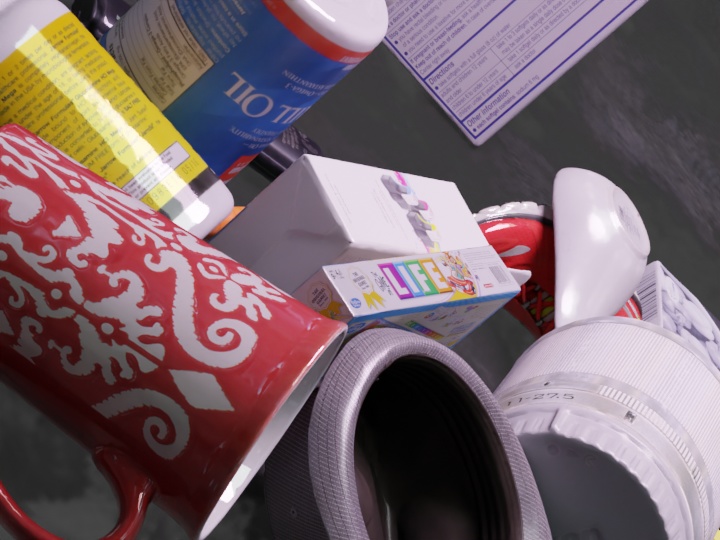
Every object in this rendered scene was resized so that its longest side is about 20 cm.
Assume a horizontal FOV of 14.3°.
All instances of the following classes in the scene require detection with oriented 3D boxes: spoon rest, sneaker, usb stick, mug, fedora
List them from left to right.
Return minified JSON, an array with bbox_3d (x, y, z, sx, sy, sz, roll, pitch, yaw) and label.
[{"bbox_3d":[-0.133,0.035,1.426,0.200,0.134,0.178,36,38,4],"label":"mug"},{"bbox_3d":[-0.101,-0.111,1.809,0.200,0.033,0.056,35,22,-27],"label":"usb stick"},{"bbox_3d":[0.015,0.134,1.567,0.177,0.090,0.200,-45,112,-47],"label":"fedora"},{"bbox_3d":[0.131,0.018,1.959,0.200,0.077,0.085,26,39,-39],"label":"sneaker"},{"bbox_3d":[0.159,0.007,1.915,0.099,0.061,0.200,49,23,-30],"label":"spoon rest"}]

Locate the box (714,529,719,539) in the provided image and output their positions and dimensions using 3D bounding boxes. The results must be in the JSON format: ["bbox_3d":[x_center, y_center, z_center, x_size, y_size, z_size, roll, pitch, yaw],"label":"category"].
[{"bbox_3d":[0.166,0.145,1.867,0.200,0.050,0.075,49,25,-1],"label":"box"}]

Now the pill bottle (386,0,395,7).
[{"bbox_3d":[-0.053,-0.252,1.983,0.200,0.112,0.113,28,33,-39],"label":"pill bottle"}]

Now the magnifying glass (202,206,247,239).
[{"bbox_3d":[-0.036,-0.030,1.771,0.200,0.079,0.022,-3,82,-46],"label":"magnifying glass"}]

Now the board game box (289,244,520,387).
[{"bbox_3d":[-0.008,0.043,1.629,0.034,0.134,0.200,56,26,14],"label":"board game box"}]

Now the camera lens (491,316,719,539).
[{"bbox_3d":[0.138,0.127,1.719,0.160,0.160,0.200,49,26,-2],"label":"camera lens"}]

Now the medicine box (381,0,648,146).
[{"bbox_3d":[0.094,-0.230,2.107,0.200,0.182,0.103,48,25,-4],"label":"medicine box"}]

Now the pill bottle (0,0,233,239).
[{"bbox_3d":[-0.171,-0.074,1.551,0.200,0.112,0.112,49,26,-3],"label":"pill bottle"}]

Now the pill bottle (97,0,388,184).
[{"bbox_3d":[-0.089,-0.112,1.634,0.112,0.200,0.112,36,29,-24],"label":"pill bottle"}]

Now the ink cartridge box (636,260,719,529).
[{"bbox_3d":[0.266,0.117,2.066,0.200,0.043,0.198,43,26,-23],"label":"ink cartridge box"}]

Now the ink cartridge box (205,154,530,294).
[{"bbox_3d":[0.000,0.000,1.723,0.200,0.115,0.068,9,47,-55],"label":"ink cartridge box"}]
